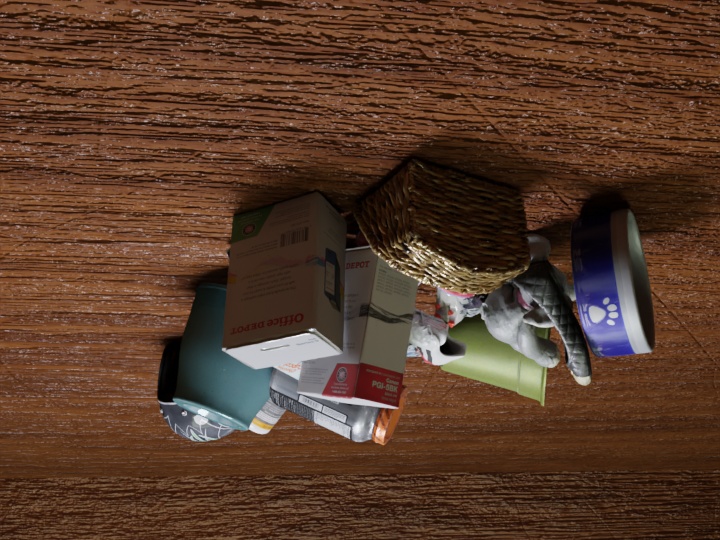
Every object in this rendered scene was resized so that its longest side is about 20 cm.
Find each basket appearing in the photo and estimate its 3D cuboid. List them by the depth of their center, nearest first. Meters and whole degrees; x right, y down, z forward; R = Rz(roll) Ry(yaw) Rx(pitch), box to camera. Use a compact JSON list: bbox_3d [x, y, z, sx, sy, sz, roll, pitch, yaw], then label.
[{"bbox_3d":[0.106,-0.034,1.114,0.197,0.145,0.149,12,153,-30],"label":"basket"}]

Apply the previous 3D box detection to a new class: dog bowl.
[{"bbox_3d":[0.358,0.019,1.191,0.078,0.203,0.200,-10,156,25],"label":"dog bowl"}]

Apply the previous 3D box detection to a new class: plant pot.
[{"bbox_3d":[-0.210,0.151,1.381,0.197,0.190,0.200,18,162,6],"label":"plant pot"},{"bbox_3d":[0.238,0.126,1.484,0.187,0.203,0.200,4,159,13],"label":"plant pot"}]

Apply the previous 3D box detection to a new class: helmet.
[{"bbox_3d":[-0.301,0.236,1.646,0.196,0.194,0.201,-3,158,-1],"label":"helmet"}]

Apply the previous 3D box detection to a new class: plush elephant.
[{"bbox_3d":[0.267,0.040,1.278,0.198,0.167,0.154,12,150,-39],"label":"plush elephant"}]

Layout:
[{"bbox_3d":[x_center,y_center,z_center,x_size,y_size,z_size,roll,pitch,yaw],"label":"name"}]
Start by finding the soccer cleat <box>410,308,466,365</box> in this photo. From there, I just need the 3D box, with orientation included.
[{"bbox_3d":[0.094,0.091,1.354,0.084,0.069,0.200,-11,140,40],"label":"soccer cleat"}]

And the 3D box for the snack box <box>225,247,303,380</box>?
[{"bbox_3d":[-0.127,0.061,1.246,0.037,0.202,0.116,-31,150,10],"label":"snack box"}]

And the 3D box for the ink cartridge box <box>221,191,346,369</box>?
[{"bbox_3d":[-0.100,0.017,1.127,0.143,0.203,0.087,-13,148,24],"label":"ink cartridge box"}]

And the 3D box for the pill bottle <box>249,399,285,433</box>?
[{"bbox_3d":[-0.153,0.186,1.531,0.201,0.116,0.116,-50,146,3],"label":"pill bottle"}]

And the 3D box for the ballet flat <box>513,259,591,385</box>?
[{"bbox_3d":[0.267,0.074,1.151,0.056,0.067,0.202,-26,110,8],"label":"ballet flat"}]

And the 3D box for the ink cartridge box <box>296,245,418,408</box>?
[{"bbox_3d":[-0.002,0.078,1.157,0.082,0.203,0.146,18,167,-33],"label":"ink cartridge box"}]

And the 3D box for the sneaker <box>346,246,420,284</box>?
[{"bbox_3d":[0.000,0.000,1.280,0.197,0.077,0.088,-8,152,14],"label":"sneaker"}]

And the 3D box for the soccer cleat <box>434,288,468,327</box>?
[{"bbox_3d":[0.154,0.007,1.333,0.069,0.078,0.202,28,146,20],"label":"soccer cleat"}]

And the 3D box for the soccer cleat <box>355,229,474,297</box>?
[{"bbox_3d":[0.084,-0.017,1.228,0.198,0.068,0.076,24,170,-19],"label":"soccer cleat"}]

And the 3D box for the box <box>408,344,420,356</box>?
[{"bbox_3d":[0.118,0.130,1.639,0.196,0.041,0.137,0,158,-6],"label":"box"}]

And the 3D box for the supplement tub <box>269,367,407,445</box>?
[{"bbox_3d":[-0.033,0.188,1.320,0.197,0.124,0.123,22,161,13],"label":"supplement tub"}]
